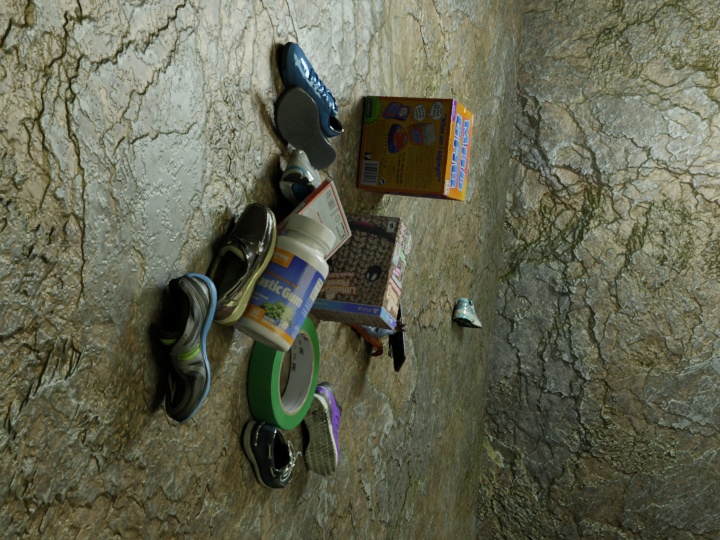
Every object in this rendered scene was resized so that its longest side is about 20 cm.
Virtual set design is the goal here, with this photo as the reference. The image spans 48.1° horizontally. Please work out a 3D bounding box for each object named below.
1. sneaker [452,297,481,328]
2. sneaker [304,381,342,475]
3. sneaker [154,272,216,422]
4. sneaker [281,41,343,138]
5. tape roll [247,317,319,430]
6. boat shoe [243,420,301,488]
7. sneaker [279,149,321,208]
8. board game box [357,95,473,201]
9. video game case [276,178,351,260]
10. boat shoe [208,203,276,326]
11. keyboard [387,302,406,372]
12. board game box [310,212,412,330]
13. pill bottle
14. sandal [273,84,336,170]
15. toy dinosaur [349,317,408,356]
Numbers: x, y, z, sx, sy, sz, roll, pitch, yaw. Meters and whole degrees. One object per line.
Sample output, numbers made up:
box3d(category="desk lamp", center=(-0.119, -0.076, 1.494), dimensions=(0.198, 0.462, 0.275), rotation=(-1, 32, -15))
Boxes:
box3d(category="sneaker", center=(0.371, 0.145, 2.758), dimensions=(0.200, 0.077, 0.088), rotation=(40, 55, -66))
box3d(category="sneaker", center=(-0.067, 0.314, 1.625), dimensions=(0.100, 0.069, 0.203), rotation=(-52, 144, -59))
box3d(category="sneaker", center=(-0.247, 0.103, 1.097), dimensions=(0.082, 0.070, 0.203), rotation=(7, 89, -56))
box3d(category="sneaker", center=(-0.078, -0.313, 1.405), dimensions=(0.201, 0.077, 0.066), rotation=(69, 35, -48))
box3d(category="tape roll", center=(-0.133, 0.179, 1.437), dimensions=(0.200, 0.048, 0.203), rotation=(7, 90, -70))
box3d(category="boat shoe", center=(-0.147, 0.329, 1.420), dimensions=(0.201, 0.061, 0.075), rotation=(76, 26, -44))
box3d(category="sneaker", center=(-0.089, -0.136, 1.441), dimensions=(0.201, 0.074, 0.088), rotation=(76, 13, -54))
box3d(category="board game box", center=(0.126, -0.267, 1.791), dimensions=(0.200, 0.197, 0.203), rotation=(-2, 98, -69))
box3d(category="video game case", center=(-0.101, -0.044, 1.387), dimensions=(0.200, 0.017, 0.144), rotation=(-46, 145, -21))
box3d(category="boat shoe", center=(-0.182, -0.018, 1.215), dimensions=(0.066, 0.071, 0.203), rotation=(65, 40, -63))
box3d(category="keyboard", center=(0.081, 0.148, 1.946), dimensions=(0.128, 0.020, 0.202), rotation=(111, -20, -57))
box3d(category="board game box", center=(0.000, 0.000, 1.588), dimensions=(0.097, 0.157, 0.203), rotation=(46, 52, -63))
box3d(category="pill bottle", center=(-0.119, 0.016, 1.281), dimensions=(0.202, 0.111, 0.112), rotation=(-63, 155, -14))
box3d(category="sandal", center=(-0.102, -0.246, 1.396), dimensions=(0.043, 0.076, 0.201), rotation=(58, -3, 33))
box3d(category="toy dinosaur", center=(0.026, 0.135, 1.813), dimensions=(0.180, 0.104, 0.203), rotation=(-8, 117, -48))
